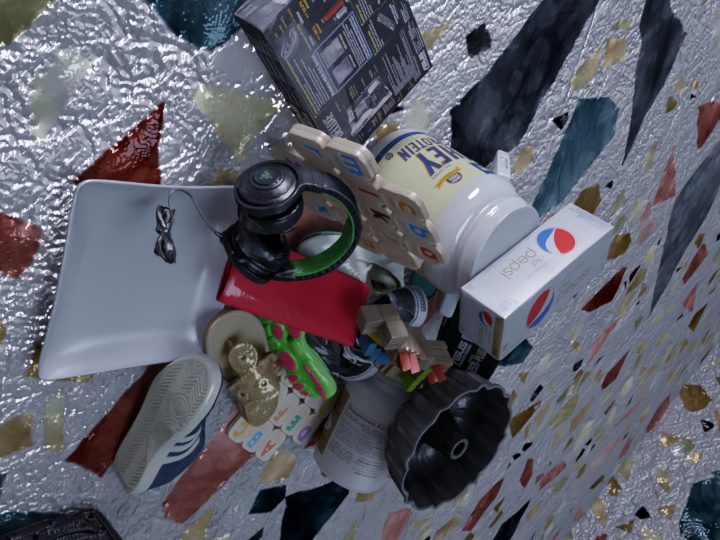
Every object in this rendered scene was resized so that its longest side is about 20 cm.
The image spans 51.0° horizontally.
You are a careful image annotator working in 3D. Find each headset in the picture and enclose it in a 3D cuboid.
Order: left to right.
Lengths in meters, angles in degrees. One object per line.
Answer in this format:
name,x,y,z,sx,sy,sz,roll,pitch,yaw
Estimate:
headset,-0.092,-0.035,0.705,0.195,0.095,0.125,6,133,-20

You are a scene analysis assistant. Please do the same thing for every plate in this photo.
plate,-0.208,0.003,0.734,0.197,0.032,0.203,-5,123,-48

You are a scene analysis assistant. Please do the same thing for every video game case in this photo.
video game case,0.159,-0.056,1.046,0.182,0.022,0.204,-60,170,-70

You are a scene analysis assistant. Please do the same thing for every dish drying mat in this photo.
dish drying mat,-0.068,0.024,0.831,0.198,0.018,0.079,24,79,-43

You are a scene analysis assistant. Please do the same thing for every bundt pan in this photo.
bundt pan,0.112,0.219,1.025,0.198,0.076,0.206,-21,129,-29

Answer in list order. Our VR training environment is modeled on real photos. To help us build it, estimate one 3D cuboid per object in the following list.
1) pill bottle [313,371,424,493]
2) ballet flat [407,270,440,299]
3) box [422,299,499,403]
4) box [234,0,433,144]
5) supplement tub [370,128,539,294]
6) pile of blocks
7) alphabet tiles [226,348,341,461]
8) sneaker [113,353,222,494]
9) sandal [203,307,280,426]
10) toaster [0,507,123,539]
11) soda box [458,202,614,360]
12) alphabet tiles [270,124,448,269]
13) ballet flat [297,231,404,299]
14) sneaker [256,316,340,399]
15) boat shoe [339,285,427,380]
pill bottle,0.020,0.199,1.073,0.113,0.114,0.204,8,112,-51
ballet flat,0.114,-0.055,1.058,0.204,0.066,0.062,-68,170,24
box,0.172,0.065,1.092,0.202,0.084,0.165,108,4,-46
box,-0.017,-0.227,0.755,0.158,0.049,0.201,-48,144,-9
supplement tub,0.097,-0.064,0.893,0.143,0.199,0.148,-29,138,-30
pile of blocks,0.049,0.108,0.905,0.081,0.063,0.199,-34,144,14
alphabet tiles,-0.090,0.166,1.023,0.196,0.015,0.201,-48,145,-10
sneaker,-0.195,0.165,0.836,0.084,0.076,0.201,2,135,-52
sandal,-0.115,0.128,0.873,0.077,0.069,0.214,-41,147,-24
toaster,-0.317,0.352,0.771,0.179,0.199,0.121,-5,126,-56
soda box,0.197,0.009,0.841,0.198,0.063,0.069,-34,141,-27
alphabet tiles,0.000,-0.071,0.776,0.015,0.193,0.201,-54,145,-16
ballet flat,0.000,0.000,0.936,0.198,0.069,0.071,14,108,-55
sneaker,-0.072,0.065,0.919,0.085,0.075,0.203,-65,149,-47
boat shoe,0.007,0.086,0.967,0.067,0.075,0.199,-2,155,-36
